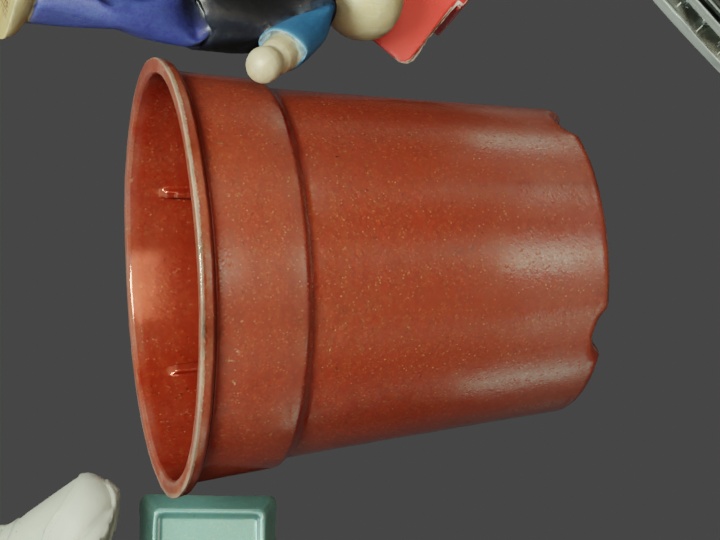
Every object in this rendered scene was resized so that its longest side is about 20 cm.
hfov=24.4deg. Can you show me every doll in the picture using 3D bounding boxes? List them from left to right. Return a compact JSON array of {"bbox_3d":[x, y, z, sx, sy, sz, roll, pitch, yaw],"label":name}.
[{"bbox_3d":[-0.069,-0.124,0.757,0.200,0.136,0.049,-1,122,-30],"label":"doll"}]

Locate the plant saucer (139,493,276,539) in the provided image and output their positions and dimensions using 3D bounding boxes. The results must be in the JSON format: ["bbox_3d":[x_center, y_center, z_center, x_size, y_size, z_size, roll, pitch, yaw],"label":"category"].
[{"bbox_3d":[-0.078,0.214,0.833,0.070,0.019,0.201,2,85,-8],"label":"plant saucer"}]

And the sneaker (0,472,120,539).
[{"bbox_3d":[-0.205,0.157,0.793,0.200,0.078,0.099,-43,88,-11],"label":"sneaker"}]

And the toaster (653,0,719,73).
[{"bbox_3d":[0.227,-0.172,0.868,0.129,0.114,0.200,-43,93,-6],"label":"toaster"}]

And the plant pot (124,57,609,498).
[{"bbox_3d":[0.000,0.000,0.787,0.195,0.201,0.201,-2,84,-17],"label":"plant pot"}]

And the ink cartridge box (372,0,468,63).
[{"bbox_3d":[0.037,-0.209,0.866,0.116,0.067,0.200,38,81,-2],"label":"ink cartridge box"}]
